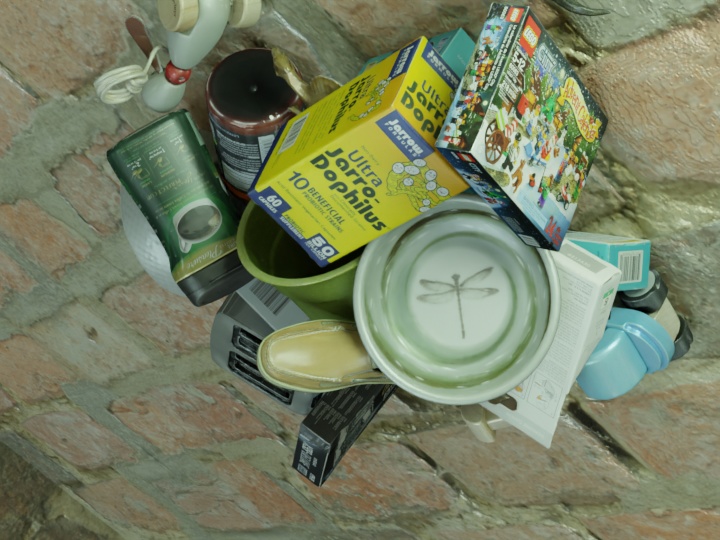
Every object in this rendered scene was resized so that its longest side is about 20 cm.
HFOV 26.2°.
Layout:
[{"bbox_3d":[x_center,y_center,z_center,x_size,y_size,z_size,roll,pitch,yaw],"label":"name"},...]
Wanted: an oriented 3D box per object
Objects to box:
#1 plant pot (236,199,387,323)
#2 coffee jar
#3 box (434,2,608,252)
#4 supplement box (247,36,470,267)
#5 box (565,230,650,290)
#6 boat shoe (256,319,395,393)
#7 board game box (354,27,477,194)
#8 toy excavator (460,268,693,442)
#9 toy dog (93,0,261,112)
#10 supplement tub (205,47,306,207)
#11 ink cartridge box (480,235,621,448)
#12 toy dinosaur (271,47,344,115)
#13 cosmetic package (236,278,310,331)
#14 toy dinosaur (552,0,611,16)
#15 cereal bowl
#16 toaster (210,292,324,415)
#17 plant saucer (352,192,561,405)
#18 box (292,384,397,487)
[{"bbox_3d":[0.000,0.000,1.622,0.199,0.201,0.190,10,145,39],"label":"plant pot"},{"bbox_3d":[-0.185,-0.065,1.673,0.201,0.104,0.085,62,173,-2],"label":"coffee jar"},{"bbox_3d":[0.144,-0.120,1.341,0.037,0.137,0.200,14,165,34],"label":"box"},{"bbox_3d":[0.009,-0.107,1.436,0.199,0.110,0.109,-28,117,39],"label":"supplement box"},{"bbox_3d":[0.188,-0.015,1.577,0.199,0.050,0.082,8,-172,41],"label":"box"},{"bbox_3d":[-0.001,0.080,1.527,0.198,0.072,0.076,-3,172,-19],"label":"boat shoe"},{"bbox_3d":[0.104,-0.137,1.516,0.200,0.047,0.151,46,152,-23],"label":"board game box"},{"bbox_3d":[0.219,0.096,1.605,0.193,0.201,0.100,6,143,42],"label":"toy excavator"},{"bbox_3d":[-0.187,-0.254,1.589,0.199,0.097,0.131,-34,155,32],"label":"toy dog"},{"bbox_3d":[-0.106,-0.142,1.682,0.106,0.107,0.200,25,154,16],"label":"supplement tub"},{"bbox_3d":[0.160,0.052,1.538,0.160,0.050,0.201,32,128,29],"label":"ink cartridge box"},{"bbox_3d":[-0.012,-0.150,1.510,0.199,0.058,0.101,24,152,21],"label":"toy dinosaur"},{"bbox_3d":[-0.072,0.017,1.815,0.101,0.071,0.200,44,-169,7],"label":"cosmetic package"},{"bbox_3d":[0.119,-0.264,1.280,0.199,0.078,0.102,20,170,4],"label":"toy dinosaur"},{"bbox_3d":[-0.177,-0.073,1.787,0.083,0.201,0.200,-17,127,38],"label":"cereal bowl"},{"bbox_3d":[-0.100,0.078,2.030,0.199,0.119,0.181,31,153,6],"label":"toaster"},{"bbox_3d":[0.094,0.026,1.484,0.199,0.201,0.050,30,-173,7],"label":"plant saucer"},{"bbox_3d":[-0.006,0.163,1.975,0.050,0.200,0.158,35,154,10],"label":"box"}]
